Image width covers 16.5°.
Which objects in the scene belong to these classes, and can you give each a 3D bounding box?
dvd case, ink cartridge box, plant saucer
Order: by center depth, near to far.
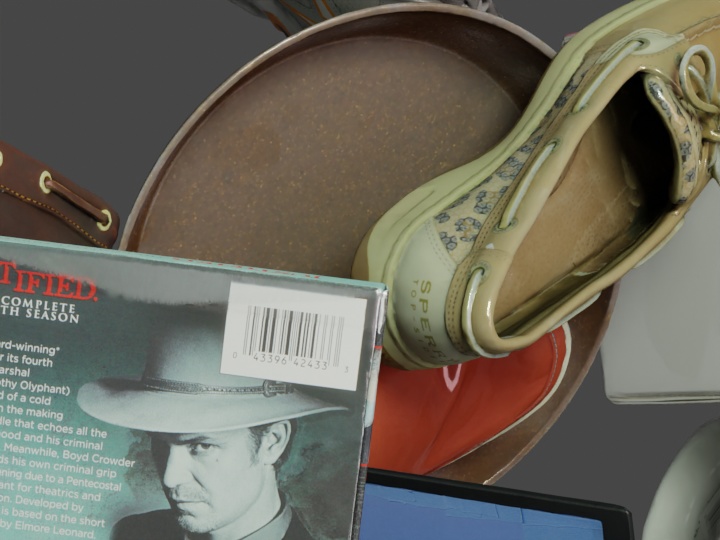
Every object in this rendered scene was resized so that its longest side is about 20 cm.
[{"bbox_3d":[-0.074,0.094,0.718,0.145,0.022,0.201,6,94,4],"label":"dvd case"},{"bbox_3d":[0.000,0.000,0.863,0.200,0.034,0.201,-11,115,-25],"label":"plant saucer"},{"bbox_3d":[0.174,-0.038,1.003,0.200,0.083,0.147,-16,100,-50],"label":"ink cartridge box"}]

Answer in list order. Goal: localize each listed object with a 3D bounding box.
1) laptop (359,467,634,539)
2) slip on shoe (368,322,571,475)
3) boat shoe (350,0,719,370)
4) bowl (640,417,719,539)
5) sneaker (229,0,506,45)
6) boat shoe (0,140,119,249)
[{"bbox_3d":[-0.020,0.160,0.761,0.199,0.103,0.178,-16,113,-19],"label":"laptop"},{"bbox_3d":[-0.013,0.058,0.826,0.199,0.061,0.074,-19,118,-21],"label":"slip on shoe"},{"bbox_3d":[0.083,-0.029,0.825,0.200,0.063,0.073,-43,120,-30],"label":"boat shoe"},{"bbox_3d":[0.174,0.112,0.971,0.107,0.200,0.201,23,72,-13],"label":"bowl"},{"bbox_3d":[0.020,-0.091,0.884,0.200,0.092,0.076,38,64,-35],"label":"sneaker"},{"bbox_3d":[-0.153,-0.039,0.748,0.200,0.070,0.070,41,71,-42],"label":"boat shoe"}]
